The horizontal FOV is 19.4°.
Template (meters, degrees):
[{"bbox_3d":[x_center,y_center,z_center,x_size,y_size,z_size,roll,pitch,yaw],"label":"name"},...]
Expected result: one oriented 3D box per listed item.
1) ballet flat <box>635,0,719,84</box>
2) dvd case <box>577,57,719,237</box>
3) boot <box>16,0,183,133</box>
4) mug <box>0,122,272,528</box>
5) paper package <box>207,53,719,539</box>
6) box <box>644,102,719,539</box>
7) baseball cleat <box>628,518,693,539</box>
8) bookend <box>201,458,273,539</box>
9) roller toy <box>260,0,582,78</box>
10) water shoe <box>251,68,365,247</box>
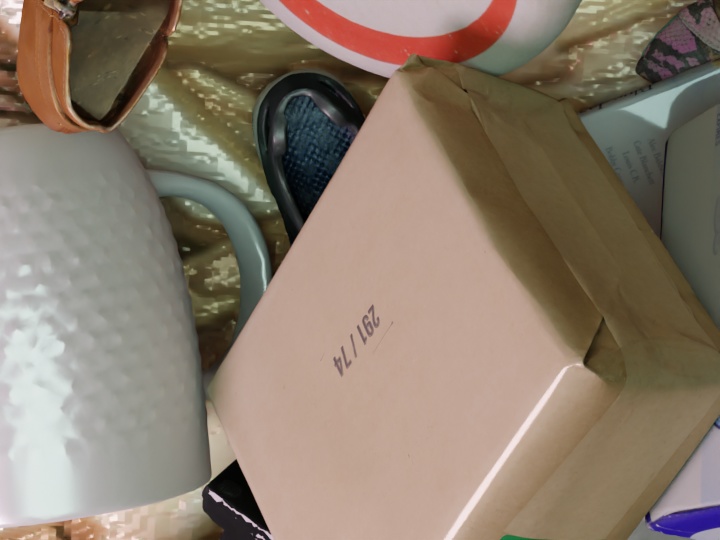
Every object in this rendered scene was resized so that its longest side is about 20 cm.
[{"bbox_3d":[0.207,-0.043,1.042,0.071,0.069,0.200,-35,101,23],"label":"ballet flat"},{"bbox_3d":[0.141,-0.014,1.015,0.200,0.018,0.143,-21,100,13],"label":"dvd case"},{"bbox_3d":[-0.101,-0.155,0.908,0.074,0.155,0.200,7,99,-15],"label":"boot"},{"bbox_3d":[-0.130,0.017,1.004,0.200,0.148,0.176,-9,94,-32],"label":"mug"},{"bbox_3d":[0.042,0.048,0.904,0.103,0.191,0.200,8,128,-35],"label":"paper package"},{"bbox_3d":[0.234,0.031,0.906,0.200,0.105,0.184,14,71,-25],"label":"box"},{"bbox_3d":[0.151,0.185,1.014,0.070,0.106,0.200,11,67,30],"label":"baseball cleat"},{"bbox_3d":[-0.010,0.215,1.061,0.199,0.092,0.200,34,122,12],"label":"bookend"},{"bbox_3d":[0.027,-0.180,0.918,0.182,0.140,0.200,24,145,9],"label":"roller toy"},{"bbox_3d":[0.000,0.000,1.028,0.071,0.079,0.200,-27,103,3],"label":"water shoe"}]
